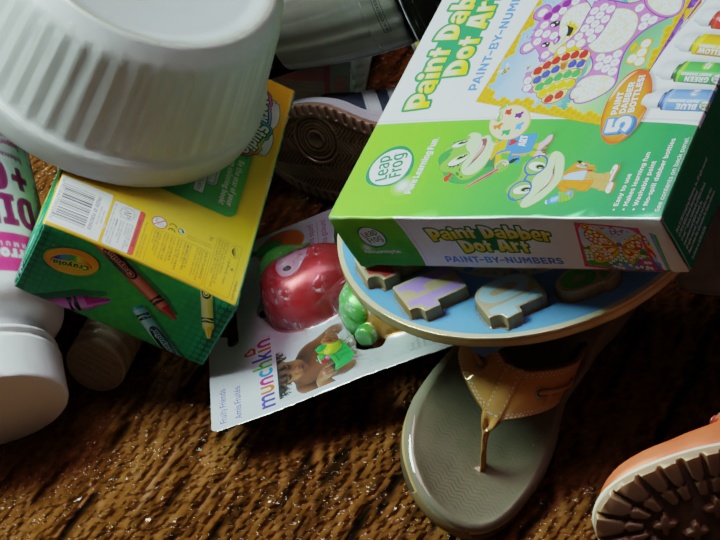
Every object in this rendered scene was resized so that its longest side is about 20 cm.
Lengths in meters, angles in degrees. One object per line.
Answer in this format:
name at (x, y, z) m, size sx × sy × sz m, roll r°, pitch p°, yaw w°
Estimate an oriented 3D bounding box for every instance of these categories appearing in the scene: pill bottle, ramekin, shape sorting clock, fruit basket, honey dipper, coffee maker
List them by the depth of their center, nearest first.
shape sorting clock at (0.085, -0.031, 1.257) m, size 0.200 × 0.039 × 0.200 m, roll -12°, pitch 40°, yaw 10°
ramekin at (-0.135, -0.151, 1.367) m, size 0.202 × 0.094 × 0.203 m, roll 16°, pitch 44°, yaw -17°
fruit basket at (0.000, 0.000, 1.372) m, size 0.200 × 0.094 × 0.185 m, roll -16°, pitch 32°, yaw 6°
pill bottle at (-0.237, -0.004, 1.396) m, size 0.113 × 0.113 × 0.200 m, roll -17°, pitch 65°, yaw -1°
honey dipper at (-0.134, 0.003, 1.481) m, size 0.038 × 0.038 × 0.200 m, roll -5°, pitch 32°, yaw 18°
coffee maker at (-0.054, -0.184, 1.553) m, size 0.200 × 0.135 × 0.192 m, roll -15°, pitch 13°, yaw 13°

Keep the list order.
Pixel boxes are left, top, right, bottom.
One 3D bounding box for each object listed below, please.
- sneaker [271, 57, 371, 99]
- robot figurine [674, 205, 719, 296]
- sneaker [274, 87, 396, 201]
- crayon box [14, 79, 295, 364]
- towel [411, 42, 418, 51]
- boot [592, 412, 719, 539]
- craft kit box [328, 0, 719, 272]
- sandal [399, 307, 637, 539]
sneaker at (-0.039, -0.179, 1.673) m, size 0.104 × 0.075 × 0.200 m, roll -1°, pitch 39°, yaw 13°
robot figurine at (0.267, -0.013, 1.250) m, size 0.200 × 0.113 × 0.170 m, roll 5°, pitch 4°, yaw 32°
sneaker at (0.038, -0.099, 1.526) m, size 0.200 × 0.070 × 0.109 m, roll 1°, pitch 31°, yaw 31°
crayon box at (-0.117, -0.051, 1.397) m, size 0.119 × 0.058 × 0.200 m, roll 23°, pitch 42°, yaw -10°
towel at (0.088, -0.246, 1.623) m, size 0.200 × 0.023 × 0.144 m, roll -42°, pitch 40°, yaw 44°
boot at (0.199, 0.089, 1.173) m, size 0.200 × 0.075 × 0.107 m, roll -14°, pitch 28°, yaw -11°
craft kit box at (0.108, -0.088, 1.217) m, size 0.197 × 0.049 × 0.200 m, roll -2°, pitch 49°, yaw 38°
sandal at (0.086, 0.047, 1.242) m, size 0.080 × 0.054 × 0.200 m, roll 32°, pitch 67°, yaw 11°
